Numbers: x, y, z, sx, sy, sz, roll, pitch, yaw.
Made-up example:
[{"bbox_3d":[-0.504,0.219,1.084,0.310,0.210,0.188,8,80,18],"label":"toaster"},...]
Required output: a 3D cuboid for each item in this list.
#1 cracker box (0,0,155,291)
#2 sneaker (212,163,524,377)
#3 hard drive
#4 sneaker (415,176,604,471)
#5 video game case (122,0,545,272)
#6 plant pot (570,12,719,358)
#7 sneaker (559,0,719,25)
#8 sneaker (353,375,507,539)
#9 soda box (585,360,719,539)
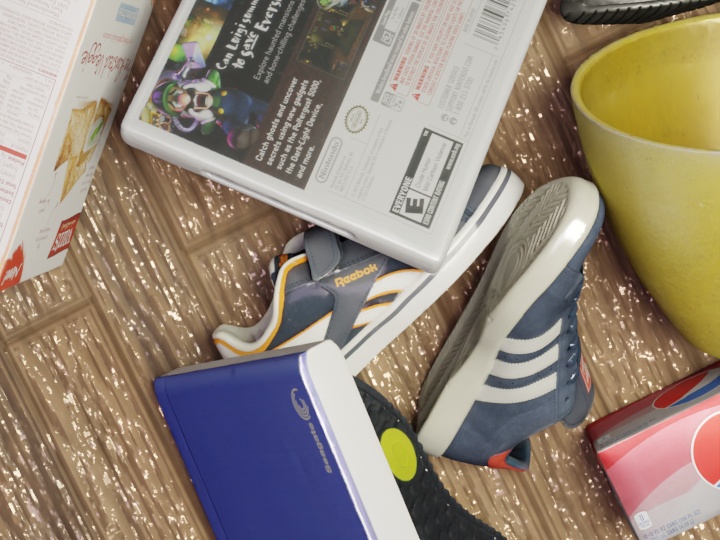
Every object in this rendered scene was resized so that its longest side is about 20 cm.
[{"bbox_3d":[-0.170,-0.096,0.757,0.057,0.134,0.202,22,98,0],"label":"cracker box"},{"bbox_3d":[0.000,0.000,0.786,0.200,0.078,0.079,-44,97,7],"label":"sneaker"},{"bbox_3d":[-0.043,0.110,0.750,0.025,0.199,0.133,-25,95,-29],"label":"hard drive"},{"bbox_3d":[0.101,0.036,0.764,0.084,0.075,0.201,21,132,-6],"label":"sneaker"},{"bbox_3d":[-0.006,-0.123,0.754,0.180,0.023,0.202,23,73,1],"label":"video game case"},{"bbox_3d":[0.214,-0.037,0.729,0.197,0.201,0.144,-7,117,4],"label":"plant pot"},{"bbox_3d":[0.195,-0.190,0.761,0.198,0.074,0.090,-18,96,-5],"label":"sneaker"},{"bbox_3d":[0.015,0.142,0.787,0.078,0.066,0.200,-23,117,35],"label":"sneaker"},{"bbox_3d":[0.230,0.079,0.786,0.198,0.070,0.064,-27,94,6],"label":"soda box"}]
